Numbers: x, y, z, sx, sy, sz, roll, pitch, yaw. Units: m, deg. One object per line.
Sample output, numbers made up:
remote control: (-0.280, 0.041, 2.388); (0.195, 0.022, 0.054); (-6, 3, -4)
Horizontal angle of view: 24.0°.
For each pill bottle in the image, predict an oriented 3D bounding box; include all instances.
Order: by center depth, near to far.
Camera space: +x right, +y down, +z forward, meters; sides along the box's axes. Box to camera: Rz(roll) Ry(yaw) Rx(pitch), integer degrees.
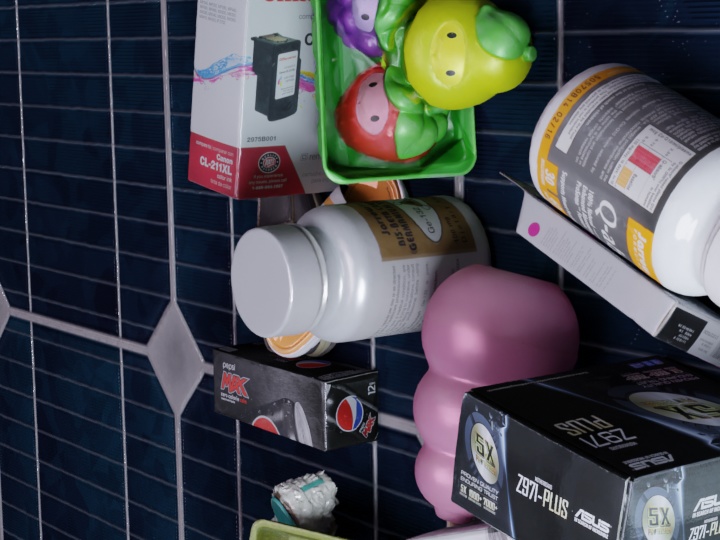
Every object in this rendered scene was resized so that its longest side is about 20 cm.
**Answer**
pill bottle: (0.217, -0.054, 1.164); (0.200, 0.116, 0.116); (42, 128, 43)
pill bottle: (0.000, 0.000, 1.403); (0.114, 0.200, 0.114); (12, 105, 52)

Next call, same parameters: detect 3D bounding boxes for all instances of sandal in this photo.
sandal: (-0.030, -0.004, 1.521); (0.079, 0.059, 0.207); (43, 109, 27)

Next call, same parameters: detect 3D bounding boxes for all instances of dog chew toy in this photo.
dog chew toy: (0.096, 0.099, 1.326); (0.125, 0.124, 0.200); (17, 92, 52)

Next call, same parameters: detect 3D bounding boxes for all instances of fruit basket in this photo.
fruit basket: (0.042, -0.174, 1.379); (0.216, 0.155, 0.216); (175, 90, -72)

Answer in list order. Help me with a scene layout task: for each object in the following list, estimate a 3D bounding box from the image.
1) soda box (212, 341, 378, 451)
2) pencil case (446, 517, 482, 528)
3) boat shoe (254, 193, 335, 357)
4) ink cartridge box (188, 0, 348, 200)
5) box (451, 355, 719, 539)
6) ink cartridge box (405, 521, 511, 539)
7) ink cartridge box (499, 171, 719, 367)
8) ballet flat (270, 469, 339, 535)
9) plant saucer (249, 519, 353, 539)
soda box: (-0.065, 0.118, 1.633); (0.200, 0.063, 0.071); (11, 104, 54)
pencil case: (0.104, 0.263, 1.406); (0.089, 0.078, 0.200); (2, 98, 32)
boat shoe: (-0.073, -0.015, 1.612); (0.074, 0.073, 0.200); (-22, 77, 53)
ink cartridge box: (-0.069, -0.174, 1.518); (0.083, 0.146, 0.200); (24, 115, 49)
box: (0.190, 0.134, 1.159); (0.164, 0.200, 0.086); (27, 117, 50)
ink cartridge box: (0.147, 0.257, 1.282); (0.200, 0.084, 0.145); (-14, 85, 30)
ink cartridge box: (0.182, -0.003, 1.238); (0.037, 0.095, 0.200); (-56, 46, 11)
ballet flat: (-0.048, 0.244, 1.619); (0.200, 0.072, 0.072); (100, 149, -63)
plant saucer: (-0.008, 0.323, 1.531); (0.200, 0.048, 0.200); (12, 111, 9)
